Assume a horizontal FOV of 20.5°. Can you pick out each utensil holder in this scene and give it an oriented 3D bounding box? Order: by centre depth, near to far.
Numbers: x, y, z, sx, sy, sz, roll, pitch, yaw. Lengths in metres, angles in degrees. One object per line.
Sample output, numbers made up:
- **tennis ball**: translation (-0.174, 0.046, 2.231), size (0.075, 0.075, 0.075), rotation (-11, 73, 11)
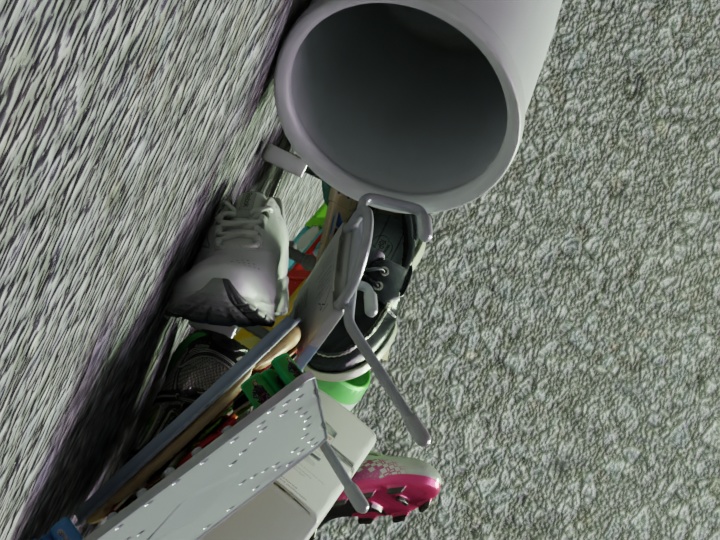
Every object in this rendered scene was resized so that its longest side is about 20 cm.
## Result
- **utensil holder**: translation (0.047, -0.166, 1.357), size (0.201, 0.169, 0.171), rotation (-68, -179, -48)

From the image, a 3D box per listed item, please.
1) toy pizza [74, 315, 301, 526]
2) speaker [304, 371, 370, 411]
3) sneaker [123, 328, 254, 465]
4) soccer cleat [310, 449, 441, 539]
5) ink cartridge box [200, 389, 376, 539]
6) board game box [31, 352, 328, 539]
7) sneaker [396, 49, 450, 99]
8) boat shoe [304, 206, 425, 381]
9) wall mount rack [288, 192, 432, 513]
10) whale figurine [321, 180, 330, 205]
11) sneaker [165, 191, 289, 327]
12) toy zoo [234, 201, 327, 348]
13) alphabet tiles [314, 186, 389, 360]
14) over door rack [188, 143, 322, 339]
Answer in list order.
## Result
- **toy pizza**: translation (-0.107, 0.105, 1.308), size (0.200, 0.032, 0.200), rotation (-43, 180, 0)
- **speaker**: translation (-0.084, 0.125, 1.622), size (0.200, 0.088, 0.089), rotation (-41, -171, 25)
- **sneaker**: translation (-0.128, 0.131, 1.461), size (0.085, 0.077, 0.201), rotation (-61, 176, -60)
- **soccer cleat**: translation (-0.017, 0.165, 1.623), size (0.199, 0.070, 0.087), rotation (-20, -126, 39)
- **ink cartridge box**: translation (-0.075, 0.181, 1.476), size (0.146, 0.085, 0.200), rotation (-54, 175, 17)
- **board game box**: translation (-0.109, 0.136, 1.221), size (0.199, 0.026, 0.200), rotation (-37, 166, -8)
- **sneaker**: translation (0.048, -0.143, 1.514), size (0.200, 0.084, 0.078), rotation (-43, 130, -50)
- **boat shoe**: translation (0.002, 0.000, 1.472), size (0.200, 0.074, 0.067), rotation (-56, 150, -47)
- **wall mount rack**: translation (-0.002, 0.053, 1.320), size (0.200, 0.074, 0.175), rotation (124, -24, -56)
- **whale figurine**: translation (0.013, -0.150, 1.677), size (0.201, 0.103, 0.159), rotation (-56, 176, -13)
- **sneaker**: translation (-0.085, -0.009, 1.326), size (0.200, 0.074, 0.088), rotation (-70, 166, -84)
- **toy zoo**: translation (-0.054, 0.006, 1.700), size (0.200, 0.020, 0.131), rotation (-51, -164, -14)
- **alphabet tiles**: translation (0.009, -0.038, 1.576), size (0.167, 0.007, 0.202), rotation (24, 76, -65)
- **over door rack**: translation (-0.066, -0.016, 1.534), size (0.200, 0.066, 0.149), rotation (-36, 150, -87)
